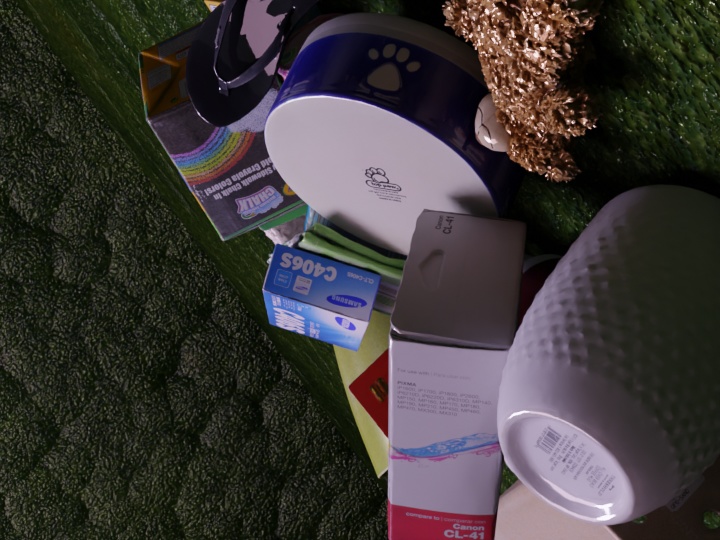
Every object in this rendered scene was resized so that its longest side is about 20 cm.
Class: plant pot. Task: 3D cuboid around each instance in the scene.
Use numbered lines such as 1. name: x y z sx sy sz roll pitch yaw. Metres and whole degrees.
1. plant pot: 0.049 0.085 1.211 0.202 0.185 0.187 59 170 13
2. plant pot: 0.238 0.205 0.957 0.200 0.199 0.178 46 158 18

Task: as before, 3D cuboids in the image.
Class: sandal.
1. sandal: -0.084 -0.200 0.913 0.076 0.201 0.043 37 -150 -4

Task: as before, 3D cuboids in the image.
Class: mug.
1. mug: 0.156 0.070 0.708 0.147 0.175 0.200 42 147 2

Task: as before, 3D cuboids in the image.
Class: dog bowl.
1. dog bowl: 0.029 -0.097 0.865 0.197 0.080 0.201 21 155 10

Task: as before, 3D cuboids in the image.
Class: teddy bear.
1. teddy bear: 0.100 -0.133 0.708 0.145 0.066 0.200 50 168 11

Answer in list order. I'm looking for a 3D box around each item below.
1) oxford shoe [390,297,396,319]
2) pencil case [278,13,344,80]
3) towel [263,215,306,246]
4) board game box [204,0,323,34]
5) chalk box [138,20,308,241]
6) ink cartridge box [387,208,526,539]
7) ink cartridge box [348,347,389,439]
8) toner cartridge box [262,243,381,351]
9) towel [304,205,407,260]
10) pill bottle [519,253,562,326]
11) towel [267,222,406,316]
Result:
1. oxford shoe: 0.093 0.102 0.995 0.200 0.071 0.071 42 -177 -12
2. pencil case: -0.003 -0.133 1.032 0.087 0.087 0.201 35 160 50
3. towel: -0.063 -0.087 1.285 0.201 0.132 0.034 53 163 -10
4. board game box: -0.071 -0.216 1.144 0.154 0.040 0.200 57 167 -28
5. chalk box: -0.109 -0.126 1.079 0.125 0.123 0.201 -108 -7 -47
6. ink cartridge box: 0.069 0.082 0.821 0.084 0.149 0.202 7 129 8
7. ink cartridge box: 0.112 0.101 1.046 0.161 0.200 0.047 51 166 -10
8. toner cartridge box: -0.036 0.029 1.022 0.094 0.044 0.200 16 169 1
9. towel: 0.024 -0.062 1.019 0.145 0.022 0.201 20 142 5
10. pill bottle: 0.170 0.055 0.905 0.199 0.113 0.114 33 159 54
11. towel: 0.000 0.000 1.019 0.147 0.031 0.200 20 169 -11
